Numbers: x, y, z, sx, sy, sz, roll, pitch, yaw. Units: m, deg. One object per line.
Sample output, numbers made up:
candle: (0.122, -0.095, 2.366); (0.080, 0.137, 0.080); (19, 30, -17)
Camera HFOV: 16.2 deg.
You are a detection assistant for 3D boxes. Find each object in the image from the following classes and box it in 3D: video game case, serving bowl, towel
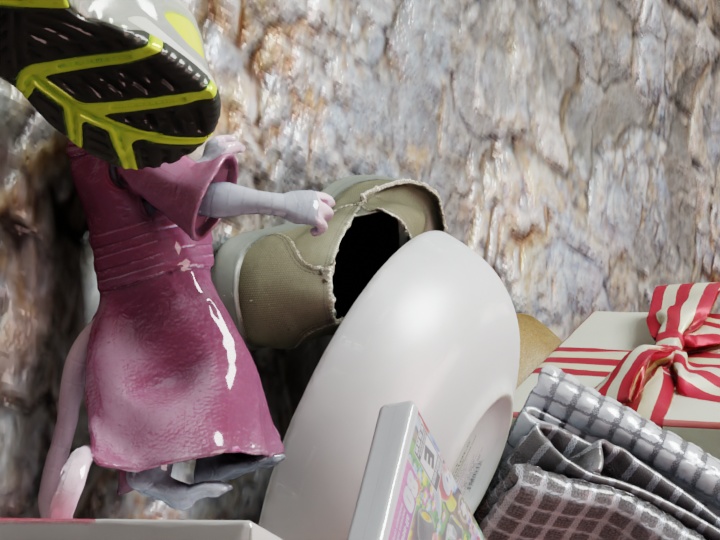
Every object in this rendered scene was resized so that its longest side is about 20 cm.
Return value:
video game case: (0.039, 0.175, 1.067); (0.144, 0.018, 0.200); (-75, 147, -46)
serving bowl: (0.027, 0.085, 1.229); (0.200, 0.066, 0.201); (-55, 160, -31)
towel: (0.121, 0.169, 1.306); (0.086, 0.165, 0.200); (-56, 174, -48)

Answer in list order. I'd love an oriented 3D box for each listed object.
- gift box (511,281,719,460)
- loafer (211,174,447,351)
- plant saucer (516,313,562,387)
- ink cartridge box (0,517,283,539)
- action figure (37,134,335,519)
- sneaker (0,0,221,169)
gift box: (0.199, 0.113, 1.434); (0.185, 0.199, 0.188); (-44, 128, -60)
loafer: (0.000, 0.000, 1.246); (0.200, 0.069, 0.076); (-31, 118, -59)
plant saucer: (0.107, 0.126, 1.500); (0.200, 0.035, 0.201); (-4, 95, -63)
ink cartridge box: (-0.066, 0.165, 1.039); (0.200, 0.145, 0.085); (42, 51, -56)
action figure: (-0.092, -0.003, 1.073); (0.148, 0.134, 0.201); (-15, 92, -17)
sneaker: (-0.136, -0.116, 0.974); (0.200, 0.075, 0.077); (42, 24, -38)
